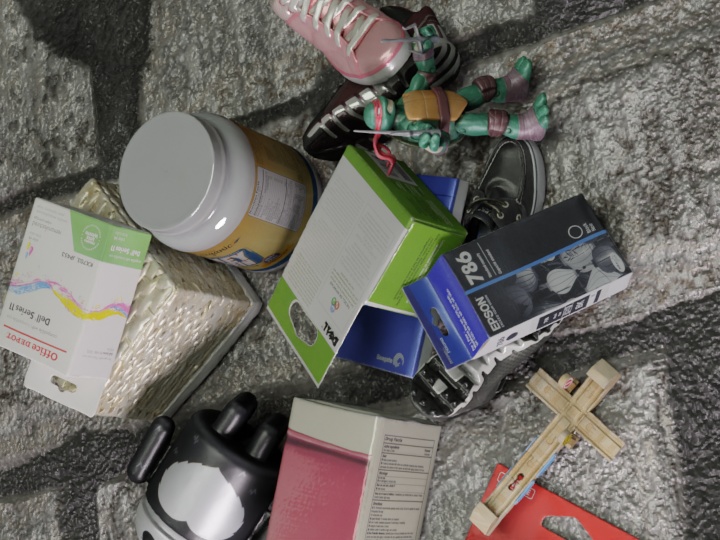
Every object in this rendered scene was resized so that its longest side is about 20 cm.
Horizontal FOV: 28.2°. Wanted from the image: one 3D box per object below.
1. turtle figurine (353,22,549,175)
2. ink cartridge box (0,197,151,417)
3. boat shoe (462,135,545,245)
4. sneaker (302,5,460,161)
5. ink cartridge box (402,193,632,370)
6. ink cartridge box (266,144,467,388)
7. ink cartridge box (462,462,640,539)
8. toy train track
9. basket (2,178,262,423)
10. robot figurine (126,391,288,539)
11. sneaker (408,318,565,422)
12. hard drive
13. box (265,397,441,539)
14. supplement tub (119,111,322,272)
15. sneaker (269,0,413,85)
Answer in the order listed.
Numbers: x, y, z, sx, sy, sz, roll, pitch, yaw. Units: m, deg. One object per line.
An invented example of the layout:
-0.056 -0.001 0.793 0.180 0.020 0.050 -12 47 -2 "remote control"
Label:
0.077 -0.164 1.402 0.198 0.101 0.151 -4 64 -14 "turtle figurine"
-0.305 0.039 1.483 0.116 0.067 0.202 18 92 31 "ink cartridge box"
0.127 -0.042 1.422 0.069 0.066 0.202 18 91 31 "boat shoe"
0.015 -0.208 1.528 0.199 0.075 0.116 -32 52 23 "sneaker"
0.148 0.009 1.357 0.199 0.039 0.100 -25 67 -12 "ink cartridge box"
0.000 0.000 1.439 0.201 0.075 0.148 -61 39 20 "ink cartridge box"
0.166 0.304 1.353 0.199 0.045 0.178 25 96 31 "ink cartridge box"
0.172 0.166 1.361 0.115 0.032 0.200 41 94 31 "toy train track"
-0.258 0.035 1.589 0.200 0.160 0.198 -50 62 16 "basket"
-0.155 0.228 1.511 0.150 0.124 0.201 42 104 42 "robot figurine"
0.129 0.078 1.401 0.200 0.091 0.067 -41 72 -9 "sneaker"
0.041 0.002 1.467 0.131 0.025 0.202 10 87 53 "hard drive"
-0.011 0.236 1.422 0.108 0.128 0.202 9 85 32 "box"
-0.145 -0.083 1.515 0.143 0.199 0.146 -6 77 30 "supplement tub"
-0.031 -0.261 1.476 0.076 0.104 0.200 -51 39 3 "sneaker"
